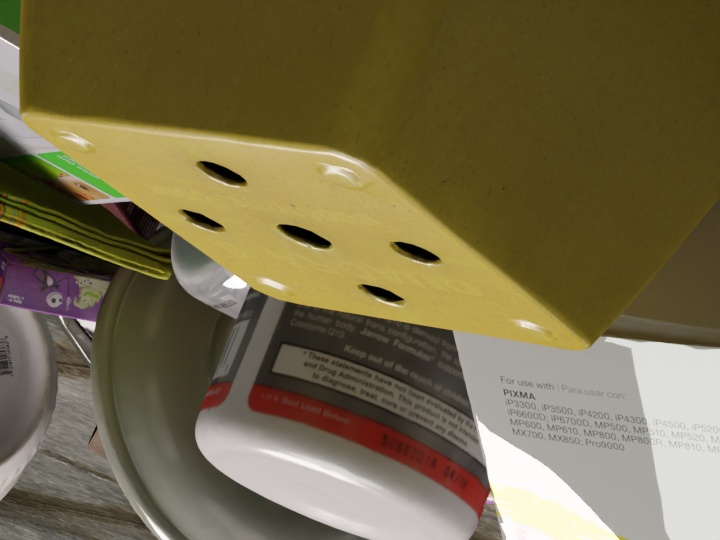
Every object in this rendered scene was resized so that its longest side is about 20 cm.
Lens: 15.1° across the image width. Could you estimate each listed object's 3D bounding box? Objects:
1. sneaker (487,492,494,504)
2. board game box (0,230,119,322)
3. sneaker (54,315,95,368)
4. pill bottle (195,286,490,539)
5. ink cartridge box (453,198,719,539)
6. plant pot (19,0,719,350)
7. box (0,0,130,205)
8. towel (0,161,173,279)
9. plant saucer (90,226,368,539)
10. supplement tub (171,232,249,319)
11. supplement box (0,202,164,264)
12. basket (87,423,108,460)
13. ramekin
[{"bbox_3d":[0.095,0.032,1.134,0.075,0.199,0.100,15,126,66],"label":"sneaker"},{"bbox_3d":[-0.111,0.011,1.478,0.199,0.032,0.120,12,-175,-20],"label":"board game box"},{"bbox_3d":[-0.118,0.017,1.597,0.200,0.114,0.076,54,-177,-8],"label":"sneaker"},{"bbox_3d":[0.022,-0.002,1.056,0.116,0.201,0.116,20,165,6],"label":"pill bottle"},{"bbox_3d":[0.140,0.059,0.988,0.144,0.145,0.201,6,128,30],"label":"ink cartridge box"},{"bbox_3d":[0.014,-0.088,0.809,0.200,0.177,0.200,9,160,39],"label":"plant pot"},{"bbox_3d":[-0.135,-0.114,1.094,0.200,0.097,0.176,30,165,-28],"label":"box"},{"bbox_3d":[-0.159,-0.042,1.199,0.086,0.018,0.200,38,-173,29],"label":"towel"},{"bbox_3d":[-0.041,0.061,1.365,0.200,0.201,0.050,30,147,-29],"label":"plant saucer"},{"bbox_3d":[0.027,-0.004,1.198,0.200,0.123,0.122,28,164,-22],"label":"supplement tub"},{"bbox_3d":[-0.153,-0.064,1.362,0.108,0.061,0.200,17,164,15],"label":"supplement box"},{"bbox_3d":[-0.059,0.105,1.710,0.200,0.136,0.180,27,174,-4],"label":"basket"},{"bbox_3d":[-0.296,0.073,1.807,0.200,0.201,0.105,26,155,-18],"label":"ramekin"}]
